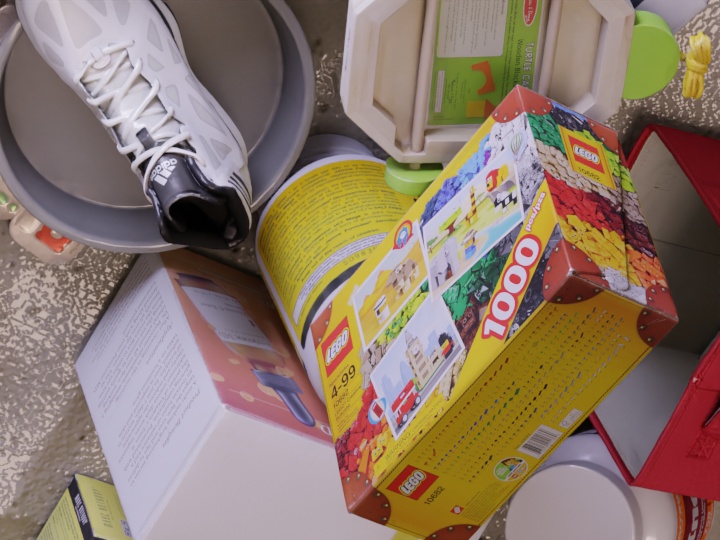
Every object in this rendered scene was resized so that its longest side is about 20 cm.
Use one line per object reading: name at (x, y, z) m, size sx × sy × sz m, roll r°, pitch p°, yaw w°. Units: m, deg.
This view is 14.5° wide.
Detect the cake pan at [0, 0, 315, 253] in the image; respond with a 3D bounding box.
cake pan at (-0.127, -0.106, 1.697) m, size 0.199 × 0.037 × 0.201 m, roll -7°, pitch 120°, yaw -12°

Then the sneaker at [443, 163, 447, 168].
sneaker at (0.130, -0.100, 1.788) m, size 0.200 × 0.078 × 0.140 m, roll -36°, pitch 126°, yaw 17°

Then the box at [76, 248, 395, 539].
box at (-0.070, 0.093, 1.749) m, size 0.152 × 0.200 × 0.107 m, roll 22°, pitch 111°, yaw -29°

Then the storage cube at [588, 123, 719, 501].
storage cube at (0.251, 0.034, 1.830) m, size 0.179 × 0.200 × 0.171 m, roll 12°, pitch 121°, yaw -27°

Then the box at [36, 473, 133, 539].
box at (-0.209, 0.237, 1.876) m, size 0.050 × 0.075 × 0.200 m, roll 22°, pitch 110°, yaw -28°

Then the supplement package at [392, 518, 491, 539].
supplement package at (0.003, 0.158, 1.875) m, size 0.113 × 0.110 × 0.201 m, roll 19°, pitch 113°, yaw -27°

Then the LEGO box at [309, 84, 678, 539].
LEGO box at (0.068, 0.027, 1.525) m, size 0.077 × 0.149 × 0.200 m, roll 22°, pitch 124°, yaw -29°

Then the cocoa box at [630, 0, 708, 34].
cocoa box at (0.086, -0.195, 1.634) m, size 0.133 × 0.200 × 0.131 m, roll -41°, pitch 123°, yaw 12°

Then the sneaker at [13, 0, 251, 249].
sneaker at (-0.118, -0.092, 1.617) m, size 0.076 × 0.115 × 0.201 m, roll -36°, pitch 121°, yaw 6°

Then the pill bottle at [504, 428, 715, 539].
pill bottle at (0.162, 0.161, 1.865) m, size 0.112 × 0.200 × 0.114 m, roll 1°, pitch 93°, yaw 18°

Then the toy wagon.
toy wagon at (0.090, -0.115, 1.540) m, size 0.199 × 0.040 × 0.156 m, roll -2°, pitch 126°, yaw -11°

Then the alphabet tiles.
alphabet tiles at (-0.215, -0.095, 1.709) m, size 0.195 × 0.015 × 0.200 m, roll 37°, pitch 104°, yaw -29°

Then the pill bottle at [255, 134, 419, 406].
pill bottle at (0.000, 0.000, 1.724) m, size 0.112 × 0.200 × 0.113 m, roll -8°, pitch 123°, yaw -13°
